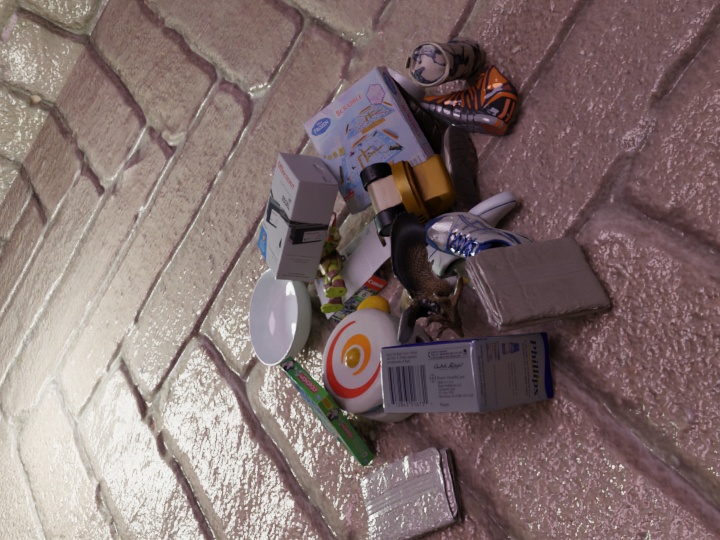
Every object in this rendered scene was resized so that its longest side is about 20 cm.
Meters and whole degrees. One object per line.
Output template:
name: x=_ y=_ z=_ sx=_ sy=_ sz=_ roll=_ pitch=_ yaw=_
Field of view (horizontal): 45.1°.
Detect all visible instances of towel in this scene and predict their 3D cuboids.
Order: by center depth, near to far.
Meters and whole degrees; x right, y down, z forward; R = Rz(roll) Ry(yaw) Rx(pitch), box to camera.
towel: x=0.263 y=0.019 z=1.296 sx=0.035 sy=0.198 sz=0.133 roll=108 pitch=148 yaw=-52
towel: x=0.081 y=0.382 z=1.445 sx=0.199 sy=0.034 sz=0.133 roll=-34 pitch=51 yaw=32

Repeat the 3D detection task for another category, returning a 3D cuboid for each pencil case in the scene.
pencil case: x=0.153 y=-0.381 z=1.576 sx=0.089 sy=0.200 sz=0.079 roll=6 pitch=109 yaw=26

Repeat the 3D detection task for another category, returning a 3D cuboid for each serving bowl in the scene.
serving bowl: x=-0.154 y=0.095 z=1.772 sx=0.199 sy=0.065 sz=0.202 roll=-10 pitch=77 yaw=55

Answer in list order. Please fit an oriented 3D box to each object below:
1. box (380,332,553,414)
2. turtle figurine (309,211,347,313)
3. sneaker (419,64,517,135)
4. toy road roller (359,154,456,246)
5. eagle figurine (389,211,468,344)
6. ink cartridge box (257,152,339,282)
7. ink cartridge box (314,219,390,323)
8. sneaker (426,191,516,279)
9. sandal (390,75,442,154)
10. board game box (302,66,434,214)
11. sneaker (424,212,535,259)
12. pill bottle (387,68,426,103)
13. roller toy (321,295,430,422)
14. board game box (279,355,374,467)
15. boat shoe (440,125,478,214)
box: x=0.163 y=0.156 z=1.320 sx=0.183 sy=0.199 sz=0.106 roll=-9 pitch=83 yaw=43
turtle figurine: x=-0.063 y=-0.001 z=1.660 sx=0.200 sy=0.064 sz=0.162 roll=-56 pitch=37 yaw=44
sneaker: x=0.206 y=-0.318 z=1.592 sx=0.199 sy=0.077 sz=0.113 roll=20 pitch=83 yaw=39
toy road roller: x=0.099 y=-0.121 z=1.514 sx=0.145 sy=0.200 sz=0.124 roll=-22 pitch=69 yaw=13
eagle figurine: x=0.101 y=0.023 z=1.388 sx=0.152 sy=0.150 sz=0.200 roll=-58 pitch=44 yaw=18
ink cartridge box: x=-0.120 y=-0.101 z=1.625 sx=0.145 sy=0.084 sz=0.201 roll=-126 pitch=46 yaw=-55
ink cartridge box: x=0.000 y=0.000 z=1.679 sx=0.200 sy=0.050 sz=0.109 roll=-44 pitch=46 yaw=23
sneaker: x=0.198 y=-0.057 z=1.495 sx=0.200 sy=0.073 sz=0.071 roll=-41 pitch=70 yaw=29
sandal: x=0.084 y=-0.283 z=1.625 sx=0.082 sy=0.055 sz=0.200 roll=-41 pitch=88 yaw=15
board game box: x=0.015 y=-0.238 z=1.608 sx=0.199 sy=0.041 sz=0.201 roll=-31 pitch=87 yaw=33
sneaker: x=0.190 y=-0.046 z=1.415 sx=0.198 sy=0.088 sz=0.076 roll=13 pitch=106 yaw=22
pill bottle: x=0.041 y=-0.287 z=1.705 sx=0.201 sy=0.119 sz=0.120 roll=-58 pitch=43 yaw=10
roller toy: x=0.028 y=0.163 z=1.513 sx=0.182 sy=0.139 sz=0.201 roll=41 pitch=103 yaw=46
board game box: x=-0.059 y=0.250 z=1.530 sx=0.029 sy=0.201 sz=0.134 roll=-41 pitch=41 yaw=-13
boat shoe: x=0.162 y=-0.172 z=1.566 sx=0.073 sy=0.074 sz=0.201 roll=-33 pitch=44 yaw=43
